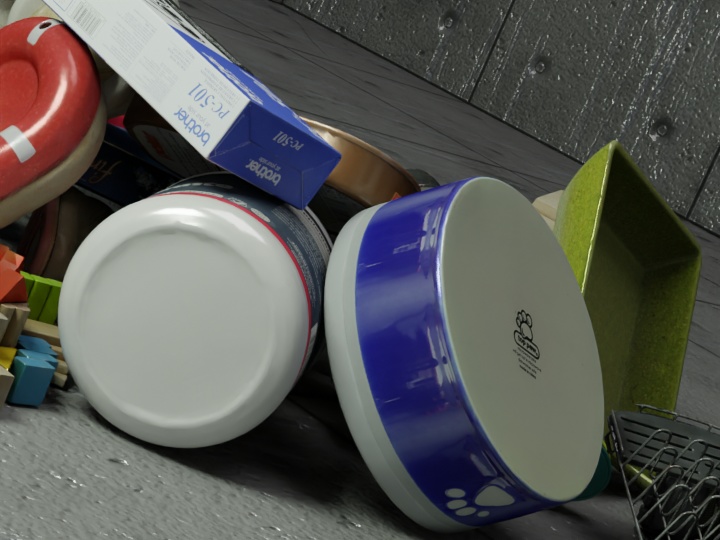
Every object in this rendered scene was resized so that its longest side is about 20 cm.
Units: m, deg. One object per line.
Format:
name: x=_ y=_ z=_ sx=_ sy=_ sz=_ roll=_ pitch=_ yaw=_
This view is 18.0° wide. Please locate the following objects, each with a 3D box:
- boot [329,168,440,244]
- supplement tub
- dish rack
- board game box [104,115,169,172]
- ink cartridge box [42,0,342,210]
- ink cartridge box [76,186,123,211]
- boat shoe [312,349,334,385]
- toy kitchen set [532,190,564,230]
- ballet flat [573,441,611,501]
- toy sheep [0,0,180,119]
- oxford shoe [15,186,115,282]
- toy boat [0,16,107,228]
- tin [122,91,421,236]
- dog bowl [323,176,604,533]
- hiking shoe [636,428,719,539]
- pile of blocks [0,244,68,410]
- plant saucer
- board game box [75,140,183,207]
boot: x=0.000 y=0.000 z=1.473 sx=0.200 sy=0.070 sz=0.132 roll=-23 pitch=38 yaw=-19
supplement tub: x=-0.086 y=0.017 z=1.319 sx=0.140 sy=0.141 sz=0.200 roll=25 pitch=10 yaw=3
dish rack: x=0.235 y=0.156 z=1.428 sx=0.153 sy=0.055 sz=0.200 roll=19 pitch=35 yaw=-22
board game box: x=-0.192 y=-0.112 z=1.648 sx=0.158 sy=0.039 sz=0.200 roll=25 pitch=-9 yaw=-26
ink cartridge box: x=-0.104 y=-0.117 z=1.336 sx=0.200 sy=0.044 sz=0.094 roll=44 pitch=10 yaw=38
ink cartridge box: x=-0.181 y=-0.069 z=1.860 sx=0.162 sy=0.050 sz=0.200 roll=26 pitch=2 yaw=12
boat shoe: x=0.013 y=0.060 z=1.529 sx=0.199 sy=0.066 sz=0.074 roll=-1 pitch=-5 yaw=-8
toy kitchen set: x=0.112 y=-0.018 z=1.730 sx=0.200 sy=0.163 sz=0.180 roll=31 pitch=-11 yaw=37
ballet flat: x=0.073 y=0.100 z=1.482 sx=0.200 sy=0.067 sz=0.067 roll=16 pitch=10 yaw=-29
toy sheep: x=-0.182 y=-0.163 z=1.508 sx=0.138 sy=0.138 sz=0.200 roll=24 pitch=21 yaw=0
oxford shoe: x=-0.181 y=-0.018 z=1.487 sx=0.075 sy=0.071 sz=0.200 roll=25 pitch=10 yaw=-5
toy boat: x=-0.250 y=-0.094 z=1.331 sx=0.130 sy=0.200 sz=0.131 roll=34 pitch=-31 yaw=47
tin: x=-0.058 y=-0.069 z=1.431 sx=0.200 sy=0.042 sz=0.112 roll=20 pitch=-19 yaw=21
dog bowl: x=0.064 y=0.049 z=1.335 sx=0.079 sy=0.201 sz=0.200 roll=-17 pitch=-11 yaw=28
hiking shoe: x=0.255 y=0.157 z=1.574 sx=0.101 sy=0.076 sz=0.200 roll=26 pitch=11 yaw=13
pile of blocks: x=-0.191 y=0.026 z=1.261 sx=0.082 sy=0.062 sz=0.200 roll=22 pitch=11 yaw=-12
plant saucer: x=0.176 y=0.037 z=1.617 sx=0.048 sy=0.200 sz=0.200 roll=3 pitch=-22 yaw=29
board game box: x=-0.183 y=-0.072 z=1.523 sx=0.135 sy=0.035 sz=0.200 roll=25 pitch=-1 yaw=41
